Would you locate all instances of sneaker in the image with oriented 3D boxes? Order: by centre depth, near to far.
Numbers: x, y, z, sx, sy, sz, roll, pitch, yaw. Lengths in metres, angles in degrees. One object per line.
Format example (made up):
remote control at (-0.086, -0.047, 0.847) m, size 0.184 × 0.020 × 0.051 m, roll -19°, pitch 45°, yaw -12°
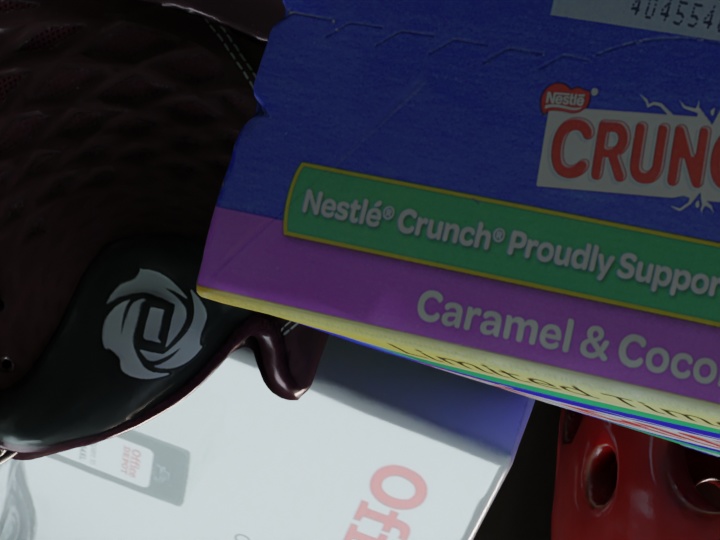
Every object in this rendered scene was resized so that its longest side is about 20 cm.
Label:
sneaker at (-0.089, -0.023, 0.547) m, size 0.200 × 0.116 × 0.076 m, roll 14°, pitch 177°, yaw -8°

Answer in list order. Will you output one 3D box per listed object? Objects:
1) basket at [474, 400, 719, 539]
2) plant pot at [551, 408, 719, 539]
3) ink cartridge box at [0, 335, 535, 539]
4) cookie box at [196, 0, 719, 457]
basket at (0.089, 0.097, 1.028) m, size 0.136 × 0.200 × 0.180 m, roll 13°, pitch 177°, yaw 10°
plant pot at (0.147, 0.088, 0.855) m, size 0.200 × 0.183 × 0.200 m, roll 14°, pitch 174°, yaw 1°
ink cartridge box at (-0.067, 0.020, 0.673) m, size 0.200 × 0.084 × 0.146 m, roll 22°, pitch 137°, yaw 0°
cookie box at (0.098, 0.003, 0.540) m, size 0.171 × 0.075 × 0.200 m, roll 13°, pitch 176°, yaw 33°
